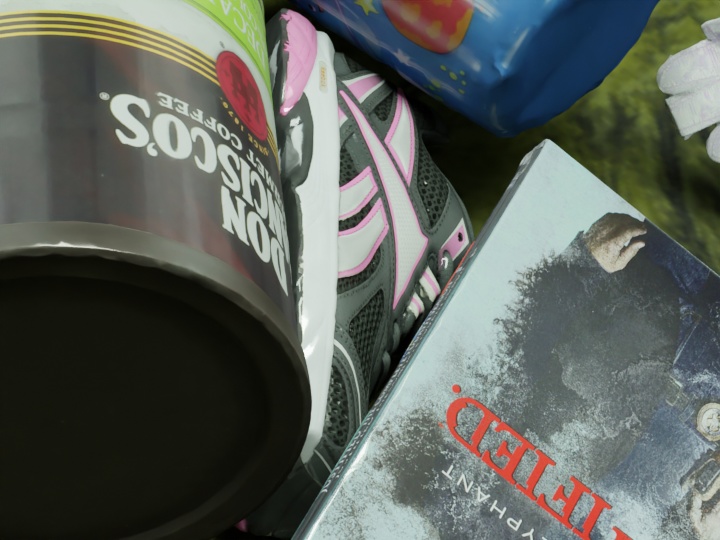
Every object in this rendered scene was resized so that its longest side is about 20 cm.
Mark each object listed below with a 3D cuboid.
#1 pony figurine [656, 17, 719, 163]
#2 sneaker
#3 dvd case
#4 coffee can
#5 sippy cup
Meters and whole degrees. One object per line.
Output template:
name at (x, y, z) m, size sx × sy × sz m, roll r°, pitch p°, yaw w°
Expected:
pony figurine at (0.221, -0.037, 0.955) m, size 0.200 × 0.193 × 0.167 m, roll 4°, pitch 63°, yaw -51°
sneaker at (0.000, 0.000, 0.888) m, size 0.086 × 0.080 × 0.200 m, roll 20°, pitch 49°, yaw -21°
dvd case at (0.066, 0.075, 0.826) m, size 0.146 × 0.022 × 0.200 m, roll 39°, pitch 59°, yaw -8°
coffee can at (-0.096, -0.031, 0.821) m, size 0.146 × 0.147 × 0.200 m, roll 8°, pitch 47°, yaw -17°
sippy cup at (0.035, -0.121, 0.938) m, size 0.130 × 0.140 × 0.178 m, roll 43°, pitch 27°, yaw 20°
